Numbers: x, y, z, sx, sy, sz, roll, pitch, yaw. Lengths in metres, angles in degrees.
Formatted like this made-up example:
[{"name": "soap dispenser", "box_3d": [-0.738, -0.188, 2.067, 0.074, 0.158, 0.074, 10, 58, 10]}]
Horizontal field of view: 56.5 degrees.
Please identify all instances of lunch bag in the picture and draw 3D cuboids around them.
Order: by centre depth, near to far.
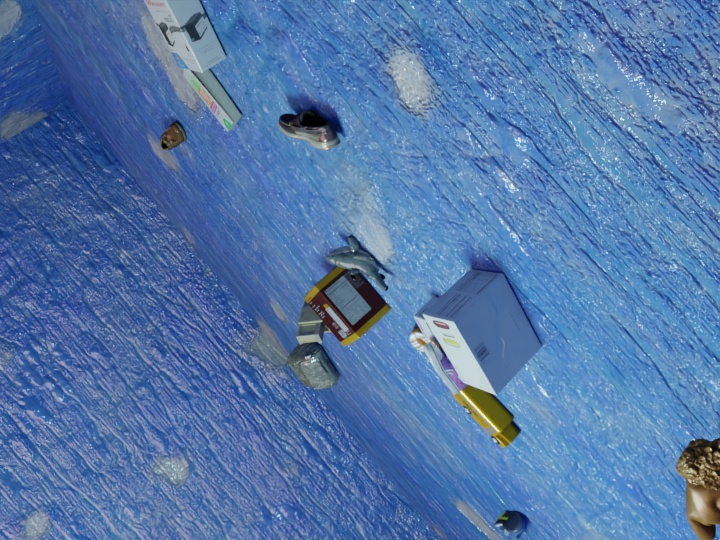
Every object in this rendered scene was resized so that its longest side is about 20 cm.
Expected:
[{"name": "lunch bag", "box_3d": [-0.195, 0.409, 2.884, 0.167, 0.139, 0.200, 0, 129, 44]}]

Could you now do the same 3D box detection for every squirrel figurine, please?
[{"name": "squirrel figurine", "box_3d": [0.617, 0.345, 1.058, 0.200, 0.142, 0.186, 54, 153, -19]}]

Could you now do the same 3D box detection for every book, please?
[{"name": "book", "box_3d": [-0.420, -0.495, 1.897, 0.200, 0.048, 0.134, 52, 164, -10]}]

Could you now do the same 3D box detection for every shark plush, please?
[{"name": "shark plush", "box_3d": [0.000, 0.000, 1.815, 0.200, 0.083, 0.091, 43, 159, 18]}]

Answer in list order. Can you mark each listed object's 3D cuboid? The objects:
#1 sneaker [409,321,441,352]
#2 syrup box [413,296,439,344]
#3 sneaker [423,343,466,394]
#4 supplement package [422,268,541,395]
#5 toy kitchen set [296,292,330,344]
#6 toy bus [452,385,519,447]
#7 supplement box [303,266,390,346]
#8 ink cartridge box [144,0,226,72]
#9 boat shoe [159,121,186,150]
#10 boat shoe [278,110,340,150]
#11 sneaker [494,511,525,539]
[{"name": "sneaker", "box_3d": [0.211, 0.194, 1.741, 0.078, 0.077, 0.200, -30, 120, 33]}, {"name": "syrup box", "box_3d": [0.223, 0.131, 1.585, 0.200, 0.079, 0.082, 18, 143, 56]}, {"name": "sneaker", "box_3d": [0.235, 0.218, 1.661, 0.201, 0.114, 0.073, 51, -173, -45]}, {"name": "supplement package", "box_3d": [0.254, 0.126, 1.397, 0.200, 0.156, 0.111, 57, 159, -21]}, {"name": "toy kitchen set", "box_3d": [-0.098, 0.193, 2.272, 0.162, 0.201, 0.181, -8, 133, 16]}, {"name": "toy bus", "box_3d": [0.340, 0.377, 1.793, 0.200, 0.065, 0.078, 46, 158, 12]}, {"name": "supplement box", "box_3d": [-0.045, 0.100, 2.013, 0.200, 0.133, 0.197, 50, 160, 1]}, {"name": "ink cartridge box", "box_3d": [-0.440, -0.610, 1.670, 0.145, 0.084, 0.200, 29, 151, 46]}, {"name": "boat shoe", "box_3d": [-0.685, -0.479, 2.436, 0.072, 0.068, 0.200, 54, 159, -6]}, {"name": "boat shoe", "box_3d": [-0.119, -0.331, 1.517, 0.200, 0.072, 0.065, 34, 143, 43]}, {"name": "sneaker", "box_3d": [0.521, 0.867, 2.265, 0.082, 0.074, 0.200, 45, 167, 7]}]
